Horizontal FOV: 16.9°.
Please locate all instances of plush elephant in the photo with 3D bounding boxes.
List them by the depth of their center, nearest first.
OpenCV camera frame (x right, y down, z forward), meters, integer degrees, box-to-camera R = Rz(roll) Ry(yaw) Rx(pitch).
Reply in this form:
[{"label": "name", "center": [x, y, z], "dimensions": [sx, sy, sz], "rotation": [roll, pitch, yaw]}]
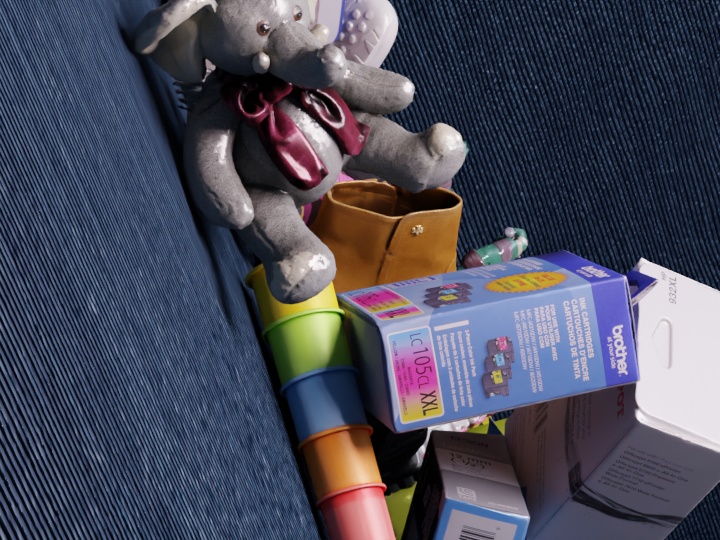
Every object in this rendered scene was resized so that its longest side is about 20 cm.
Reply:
[{"label": "plush elephant", "center": [-0.047, -0.114, 1.460], "dimensions": [0.200, 0.165, 0.155], "rotation": [40, -29, 30]}]

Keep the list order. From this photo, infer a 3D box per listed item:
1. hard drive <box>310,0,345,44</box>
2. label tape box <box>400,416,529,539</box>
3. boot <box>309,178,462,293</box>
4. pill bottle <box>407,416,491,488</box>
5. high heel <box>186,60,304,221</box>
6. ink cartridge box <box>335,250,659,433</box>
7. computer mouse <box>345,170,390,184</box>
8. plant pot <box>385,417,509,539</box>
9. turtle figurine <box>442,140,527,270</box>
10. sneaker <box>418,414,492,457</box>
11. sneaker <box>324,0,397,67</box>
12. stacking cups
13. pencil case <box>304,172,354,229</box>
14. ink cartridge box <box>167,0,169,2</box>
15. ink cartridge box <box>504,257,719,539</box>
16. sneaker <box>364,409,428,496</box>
[{"label": "hard drive", "center": [-0.072, -0.277, 1.797], "dimensions": [0.200, 0.025, 0.132], "rotation": [50, -30, 32]}, {"label": "label tape box", "center": [0.061, 0.194, 1.694], "dimensions": [0.200, 0.066, 0.144], "rotation": [-105, -151, -73]}, {"label": "boot", "center": [0.052, 0.005, 1.701], "dimensions": [0.071, 0.201, 0.144], "rotation": [-102, -153, -45]}, {"label": "pill bottle", "center": [0.057, 0.137, 2.068], "dimensions": [0.112, 0.112, 0.200], "rotation": [-104, 173, -61]}, {"label": "high heel", "center": [-0.071, -0.116, 1.671], "dimensions": [0.143, 0.071, 0.200], "rotation": [59, 28, -44]}, {"label": "ink cartridge box", "center": [0.095, 0.041, 1.585], "dimensions": [0.136, 0.200, 0.076], "rotation": [-150, -129, -74]}, {"label": "computer mouse", "center": [-0.013, -0.096, 1.782], "dimensions": [0.200, 0.046, 0.140], "rotation": [29, -3, 2]}, {"label": "plant pot", "center": [0.124, 0.244, 1.931], "dimensions": [0.182, 0.199, 0.200], "rotation": [-76, 148, -72]}, {"label": "turtle figurine", "center": [0.055, -0.013, 1.920], "dimensions": [0.101, 0.149, 0.200], "rotation": [-71, 152, -51]}, {"label": "sneaker", "center": [0.045, 0.097, 1.922], "dimensions": [0.200, 0.074, 0.088], "rotation": [-28, 89, -48]}, {"label": "sneaker", "center": [-0.022, -0.156, 1.867], "dimensions": [0.200, 0.080, 0.077], "rotation": [-39, -114, 49]}, {"label": "stacking cups", "center": [-0.026, 0.091, 1.557], "dimensions": [0.061, 0.060, 0.200], "rotation": [61, 16, -72]}, {"label": "pencil case", "center": [0.000, 0.000, 1.785], "dimensions": [0.200, 0.094, 0.091], "rotation": [43, 20, -41]}, {"label": "ink cartridge box", "center": [-0.117, -0.240, 1.757], "dimensions": [0.116, 0.067, 0.200], "rotation": [-86, 156, -83]}, {"label": "ink cartridge box", "center": [0.176, 0.114, 1.661], "dimensions": [0.200, 0.084, 0.145], "rotation": [125, -20, -43]}, {"label": "sneaker", "center": [-0.006, 0.095, 1.751], "dimensions": [0.200, 0.075, 0.116], "rotation": [87, -21, -72]}]
